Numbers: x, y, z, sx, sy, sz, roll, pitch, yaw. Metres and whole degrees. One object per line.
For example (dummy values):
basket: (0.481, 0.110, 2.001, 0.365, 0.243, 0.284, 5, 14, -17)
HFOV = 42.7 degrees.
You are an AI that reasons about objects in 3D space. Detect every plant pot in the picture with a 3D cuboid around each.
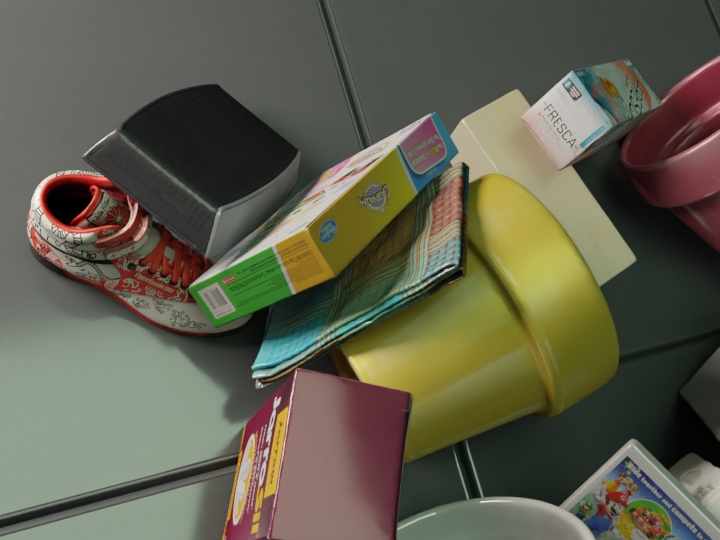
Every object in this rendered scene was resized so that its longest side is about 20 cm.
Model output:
plant pot: (0.390, -0.101, 0.926, 0.179, 0.199, 0.201, 48, 62, -14)
plant pot: (0.078, 0.054, 0.757, 0.187, 0.201, 0.203, -31, 82, -10)

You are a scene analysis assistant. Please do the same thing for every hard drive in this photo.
hard drive: (-0.124, -0.092, 0.756, 0.134, 0.042, 0.200, 39, 26, -1)

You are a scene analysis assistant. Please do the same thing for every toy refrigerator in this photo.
toy refrigerator: (0.169, -0.064, 0.893, 0.075, 0.070, 0.202, -30, 80, -22)

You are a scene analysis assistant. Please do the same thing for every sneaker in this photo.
sneaker: (-0.168, -0.011, 0.733, 0.199, 0.108, 0.068, 24, 64, -9)

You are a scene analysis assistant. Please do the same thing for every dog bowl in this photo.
dog bowl: (0.078, 0.247, 0.649, 0.198, 0.199, 0.080, -22, 104, -24)

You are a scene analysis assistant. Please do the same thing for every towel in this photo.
towel: (0.000, 0.000, 0.725, 0.022, 0.198, 0.148, 46, 30, -25)

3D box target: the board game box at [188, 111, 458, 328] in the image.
board game box: (-0.026, -0.042, 0.739, 0.041, 0.152, 0.200, 56, 46, -12)

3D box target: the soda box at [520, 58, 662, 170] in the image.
soda box: (0.230, -0.156, 0.898, 0.064, 0.068, 0.199, 53, 33, 6)

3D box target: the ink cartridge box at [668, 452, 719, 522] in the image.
ink cartridge box: (0.323, 0.267, 0.771, 0.082, 0.146, 0.201, -37, 84, 4)

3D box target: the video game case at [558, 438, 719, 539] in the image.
video game case: (0.196, 0.250, 0.723, 0.143, 0.201, 0.018, 44, 22, 10)

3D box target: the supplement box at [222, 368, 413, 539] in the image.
supplement box: (-0.038, 0.154, 0.664, 0.084, 0.200, 0.112, 14, 67, -12)

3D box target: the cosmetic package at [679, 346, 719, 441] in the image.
cosmetic package: (0.406, 0.098, 0.795, 0.123, 0.200, 0.200, 40, 101, 2)
